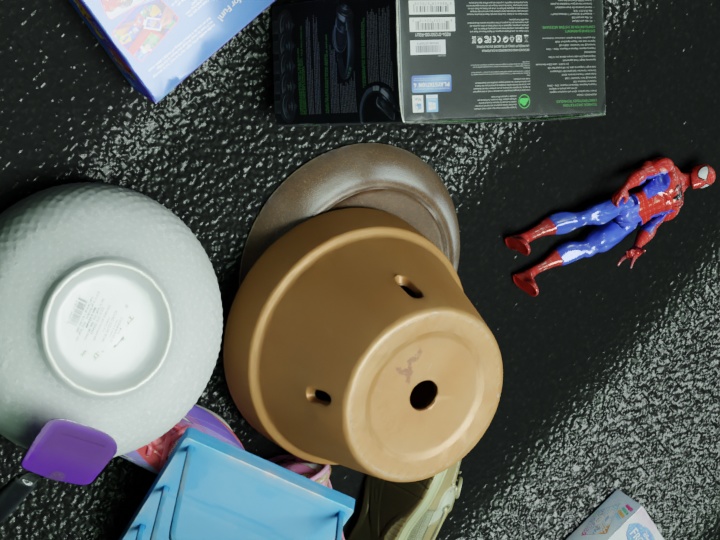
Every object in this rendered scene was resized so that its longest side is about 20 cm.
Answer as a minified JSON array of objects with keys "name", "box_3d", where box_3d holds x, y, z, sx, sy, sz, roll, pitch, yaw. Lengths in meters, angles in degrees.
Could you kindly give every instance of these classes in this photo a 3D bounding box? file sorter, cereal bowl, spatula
[{"name":"file sorter","box_3d":[-0.115,0.245,1.450,0.138,0.123,0.200,25,126,-12]},{"name":"cereal bowl","box_3d":[-0.187,0.039,1.383,0.199,0.083,0.202,-2,95,-21]},{"name":"spatula","box_3d":[-0.232,0.150,1.394,0.056,0.200,0.021,19,60,-24]}]

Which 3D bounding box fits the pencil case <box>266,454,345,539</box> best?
[{"name":"pencil case","box_3d":[-0.039,0.245,1.566,0.082,0.087,0.201,-15,106,7]}]

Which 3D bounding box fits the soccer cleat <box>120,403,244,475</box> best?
[{"name":"soccer cleat","box_3d":[-0.162,0.115,1.468,0.200,0.073,0.068,30,93,-36]}]

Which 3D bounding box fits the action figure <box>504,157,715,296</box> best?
[{"name":"action figure","box_3d":[0.217,-0.043,1.649,0.199,0.052,0.066,-28,118,-21]}]

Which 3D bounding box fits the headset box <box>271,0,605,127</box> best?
[{"name":"headset box","box_3d":[0.049,-0.152,1.416,0.173,0.200,0.093,-5,95,-30]}]

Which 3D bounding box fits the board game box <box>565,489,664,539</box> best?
[{"name":"board game box","box_3d":[0.218,0.336,1.804,0.199,0.043,0.200,-42,124,-9]}]

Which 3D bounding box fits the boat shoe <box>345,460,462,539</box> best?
[{"name":"boat shoe","box_3d":[0.042,0.203,1.630,0.063,0.073,0.202,11,107,-40]}]

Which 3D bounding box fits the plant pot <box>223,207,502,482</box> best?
[{"name":"plant pot","box_3d":[0.014,0.070,1.478,0.199,0.140,0.201,-12,116,-26]}]

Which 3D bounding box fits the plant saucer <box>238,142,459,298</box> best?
[{"name":"plant saucer","box_3d":[0.000,0.000,1.546,0.199,0.032,0.201,-12,114,-27]}]

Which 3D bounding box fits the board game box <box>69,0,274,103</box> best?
[{"name":"board game box","box_3d":[-0.113,-0.234,1.373,0.200,0.045,0.135,-42,125,-10]}]
